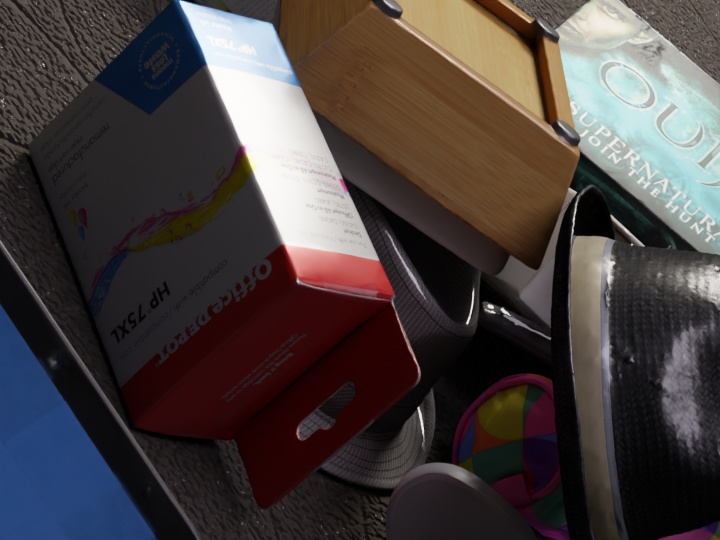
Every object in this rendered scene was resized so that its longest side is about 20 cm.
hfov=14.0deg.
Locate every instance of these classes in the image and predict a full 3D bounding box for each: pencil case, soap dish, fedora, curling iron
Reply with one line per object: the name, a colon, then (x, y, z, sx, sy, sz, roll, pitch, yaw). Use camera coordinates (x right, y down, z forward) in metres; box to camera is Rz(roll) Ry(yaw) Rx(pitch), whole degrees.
pencil case: (0.136, 0.120, 1.539, 0.200, 0.088, 0.089, 27, 34, -41)
soap dish: (0.033, -0.096, 1.458, 0.157, 0.081, 0.200, 35, 20, -15)
fedora: (0.145, 0.055, 1.381, 0.201, 0.091, 0.201, -5, 90, -79)
curling iron: (0.149, 0.065, 1.511, 0.200, 0.026, 0.050, 31, 0, -5)
fedora: (0.000, 0.000, 1.452, 0.177, 0.090, 0.200, 24, 37, -46)

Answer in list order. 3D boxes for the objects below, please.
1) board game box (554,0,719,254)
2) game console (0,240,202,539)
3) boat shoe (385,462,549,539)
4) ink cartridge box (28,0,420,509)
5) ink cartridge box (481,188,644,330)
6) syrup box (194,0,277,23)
board game box: (0.175, -0.061, 1.616, 0.200, 0.028, 0.135, 41, 42, 7)
game console: (-0.178, 0.074, 1.015, 0.200, 0.118, 0.171, 55, 24, 6)
boat shoe: (0.085, 0.163, 1.419, 0.200, 0.071, 0.091, 53, 21, -12)
ink cartridge box: (-0.063, -0.006, 1.317, 0.067, 0.116, 0.200, 11, 46, -47)
ink cartridge box: (0.124, 0.013, 1.584, 0.116, 0.068, 0.200, 42, -1, -19)
syrup box: (-0.016, -0.137, 1.619, 0.200, 0.081, 0.079, 48, 23, -8)
